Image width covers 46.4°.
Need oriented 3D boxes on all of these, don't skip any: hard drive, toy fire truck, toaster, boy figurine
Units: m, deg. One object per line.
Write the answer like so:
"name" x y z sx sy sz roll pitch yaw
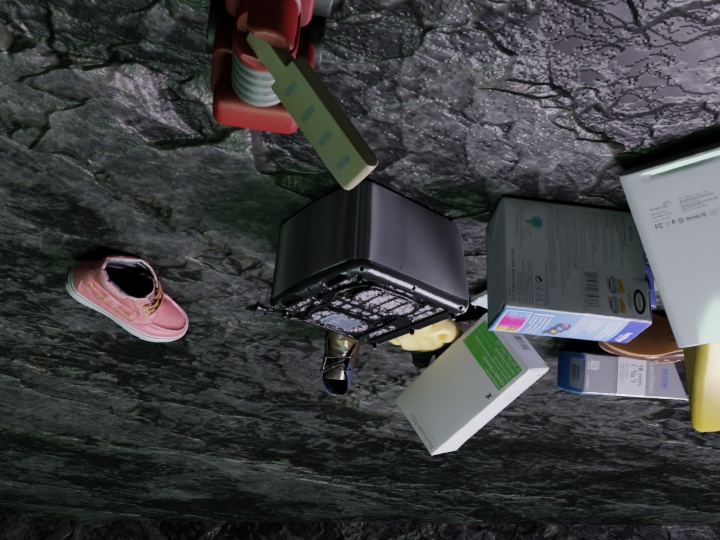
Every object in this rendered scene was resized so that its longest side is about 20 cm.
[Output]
"hard drive" 0.360 -0.025 0.857 0.131 0.027 0.201 -15 105 33
"toy fire truck" -0.054 -0.145 0.601 0.127 0.202 0.176 7 154 -8
"toaster" 0.000 0.000 0.989 0.199 0.120 0.180 21 148 -34
"boy figurine" 0.085 0.086 1.224 0.123 0.065 0.200 -5 153 16

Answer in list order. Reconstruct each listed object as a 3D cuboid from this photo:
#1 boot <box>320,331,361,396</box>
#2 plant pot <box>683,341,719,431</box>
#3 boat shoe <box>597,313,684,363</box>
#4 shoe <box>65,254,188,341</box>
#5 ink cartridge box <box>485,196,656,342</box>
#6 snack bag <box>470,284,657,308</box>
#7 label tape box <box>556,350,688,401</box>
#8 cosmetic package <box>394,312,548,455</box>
"boot" -0.022 0.117 1.258 0.074 0.098 0.200 4 155 -3
"plant pot" 0.472 0.052 0.982 0.198 0.201 0.177 -9 141 24
"boat shoe" 0.435 0.102 1.211 0.198 0.071 0.070 3 153 0
"shoe" -0.300 0.041 1.159 0.090 0.072 0.200 -12 147 40
"ink cartridge box" 0.246 0.003 0.949 0.198 0.138 0.076 5 156 -5
"snack bag" 0.277 0.027 1.129 0.187 0.022 0.200 15 151 -22
"label tape box" 0.419 0.162 1.296 0.198 0.064 0.144 4 176 -2
"cosmetic package" 0.160 0.165 1.222 0.200 0.108 0.085 -47 154 21
